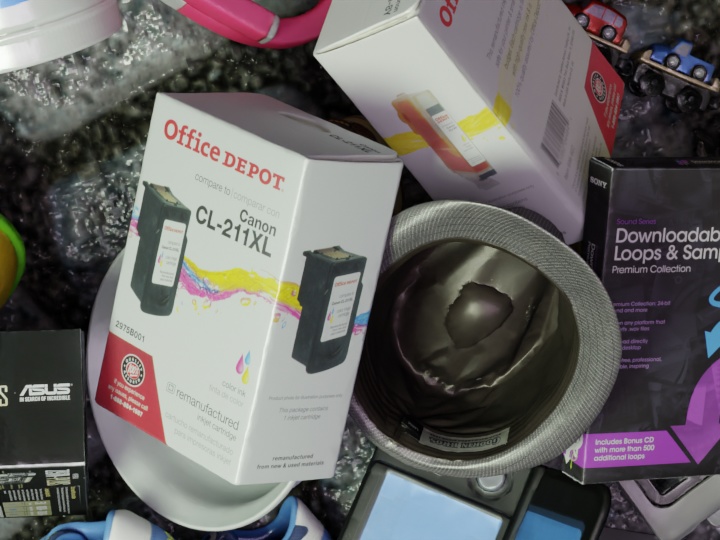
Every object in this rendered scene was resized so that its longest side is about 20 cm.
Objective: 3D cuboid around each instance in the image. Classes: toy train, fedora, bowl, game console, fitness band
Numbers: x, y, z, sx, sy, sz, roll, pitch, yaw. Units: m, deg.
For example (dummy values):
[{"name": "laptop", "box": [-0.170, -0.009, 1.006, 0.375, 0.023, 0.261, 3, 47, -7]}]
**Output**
[{"name": "toy train", "box": [0.150, -0.155, 1.672, 0.199, 0.034, 0.046, 24, 88, -11]}, {"name": "fedora", "box": [0.073, 0.028, 1.552, 0.176, 0.090, 0.201, 28, 122, 1]}, {"name": "bowl", "box": [-0.077, 0.061, 1.649, 0.200, 0.090, 0.202, 5, 97, 37]}, {"name": "game console", "box": [0.053, 0.203, 1.629, 0.175, 0.116, 0.201, 22, 85, 15]}, {"name": "fitness band", "box": [-0.079, -0.225, 1.589, 0.199, 0.037, 0.144, 30, 70, -21]}]

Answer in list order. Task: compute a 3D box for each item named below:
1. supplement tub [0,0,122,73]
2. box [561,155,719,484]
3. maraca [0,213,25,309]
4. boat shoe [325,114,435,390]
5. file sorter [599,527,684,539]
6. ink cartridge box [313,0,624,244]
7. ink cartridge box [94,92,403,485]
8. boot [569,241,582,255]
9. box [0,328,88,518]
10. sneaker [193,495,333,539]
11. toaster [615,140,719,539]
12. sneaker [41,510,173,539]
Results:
[{"name": "supplement tub", "box": [-0.230, -0.229, 1.558, 0.131, 0.132, 0.201, -16, 105, -2]}, {"name": "box", "box": [0.201, 0.029, 1.581, 0.142, 0.036, 0.201, -2, 103, -23]}, {"name": "maraca", "box": [-0.306, 0.014, 1.624, 0.199, 0.107, 0.137, -29, 136, 16]}, {"name": "boat shoe", "box": [0.000, -0.001, 1.641, 0.072, 0.067, 0.201, -19, 84, 35]}, {"name": "file sorter", "box": [0.165, 0.262, 1.692, 0.138, 0.200, 0.125, 9, 105, -9]}, {"name": "ink cartridge box", "box": [0.071, -0.124, 1.581, 0.083, 0.146, 0.200, -19, 127, 33]}, {"name": "ink cartridge box", "box": [-0.069, 0.007, 1.519, 0.083, 0.145, 0.201, -1, 108, -44]}, {"name": "boot", "box": [0.082, 0.018, 1.695, 0.075, 0.097, 0.200, 39, 125, -17]}, {"name": "box", "box": [-0.251, 0.100, 1.595, 0.163, 0.200, 0.087, -2, 76, -5]}, {"name": "sneaker", "box": [-0.107, 0.216, 1.715, 0.199, 0.074, 0.083, -23, 109, -10]}, {"name": "toaster", "box": [0.218, 0.056, 1.688, 0.180, 0.119, 0.200, -36, 105, 2]}, {"name": "sneaker", "box": [-0.199, 0.208, 1.664, 0.199, 0.074, 0.082, -26, 127, 27]}]
